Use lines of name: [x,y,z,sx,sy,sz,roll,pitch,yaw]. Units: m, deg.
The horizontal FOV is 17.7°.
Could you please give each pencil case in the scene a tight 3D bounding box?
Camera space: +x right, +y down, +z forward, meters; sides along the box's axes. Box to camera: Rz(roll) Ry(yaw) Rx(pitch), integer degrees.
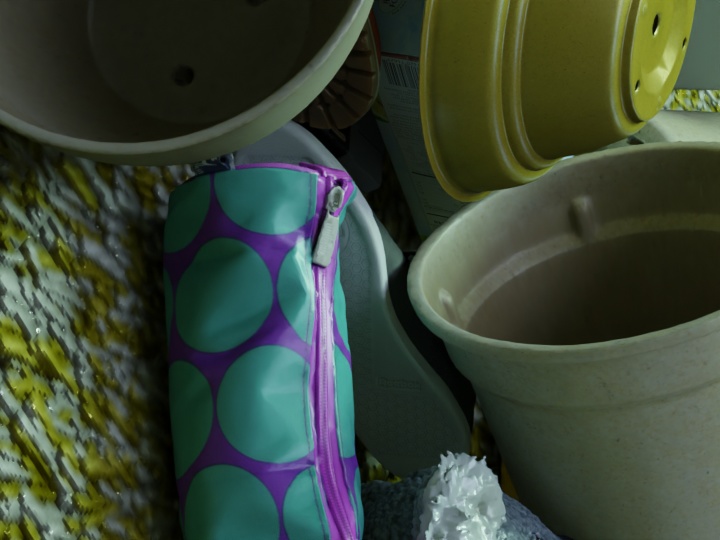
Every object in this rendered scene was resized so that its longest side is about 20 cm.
pencil case: [-0.038,0.050,1.009,0.085,0.092,0.201,11,69,-45]

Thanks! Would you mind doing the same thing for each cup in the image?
cup: [-0.078,-0.126,0.958,0.143,0.199,0.201,61,21,-75]

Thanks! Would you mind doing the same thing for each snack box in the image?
snack box: [0.070,-0.119,1.199,0.200,0.067,0.169,66,42,-56]

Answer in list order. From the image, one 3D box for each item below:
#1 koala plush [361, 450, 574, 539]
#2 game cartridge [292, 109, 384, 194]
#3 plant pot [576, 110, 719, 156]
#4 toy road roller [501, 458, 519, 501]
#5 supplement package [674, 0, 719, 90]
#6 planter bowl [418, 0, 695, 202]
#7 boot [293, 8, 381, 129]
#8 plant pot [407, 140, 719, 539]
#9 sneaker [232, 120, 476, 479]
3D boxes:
koala plush: [0.053,0.180,1.041,0.183,0.177,0.201,-20,89,-17]
game cartridge: [-0.046,-0.136,1.148,0.200,0.038,0.130,41,40,-45]
plant pot: [0.192,-0.016,1.347,0.183,0.200,0.201,10,68,-47]
toy road roller: [0.154,0.158,1.272,0.146,0.122,0.201,48,38,-61]
supplement package: [0.185,-0.172,1.366,0.117,0.199,0.117,-25,116,-60]
planter bowl: [0.105,-0.122,1.082,0.200,0.083,0.201,-44,141,-50]
boot: [-0.032,-0.166,1.083,0.107,0.075,0.201,-31,97,-59]
plant pot: [0.140,0.064,1.108,0.201,0.200,0.184,-57,138,-53]
sneaker: [0.000,0.000,1.135,0.200,0.070,0.099,60,22,-20]
